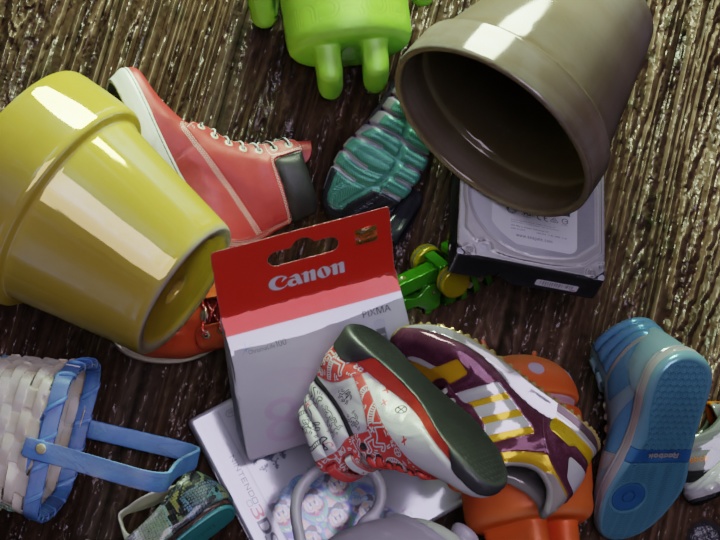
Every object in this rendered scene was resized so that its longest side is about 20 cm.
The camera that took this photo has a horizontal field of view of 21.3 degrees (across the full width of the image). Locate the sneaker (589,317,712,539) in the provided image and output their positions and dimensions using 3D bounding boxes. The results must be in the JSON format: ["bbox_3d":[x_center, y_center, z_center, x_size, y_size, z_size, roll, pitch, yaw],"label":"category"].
[{"bbox_3d":[0.245,0.135,1.746,0.079,0.131,0.200,9,114,-25],"label":"sneaker"}]

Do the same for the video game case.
[{"bbox_3d":[-0.024,0.169,1.712,0.200,0.024,0.182,-27,85,-14],"label":"video game case"}]

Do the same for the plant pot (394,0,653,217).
[{"bbox_3d":[0.158,-0.174,1.650,0.200,0.200,0.174,40,66,-1],"label":"plant pot"}]

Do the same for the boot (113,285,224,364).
[{"bbox_3d":[-0.120,0.034,1.679,0.200,0.107,0.075,-9,83,-10],"label":"boot"}]

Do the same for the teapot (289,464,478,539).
[{"bbox_3d":[0.045,0.272,1.624,0.197,0.200,0.146,22,67,40],"label":"teapot"}]

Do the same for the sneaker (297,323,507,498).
[{"bbox_3d":[0.029,0.145,1.570,0.201,0.067,0.108,45,114,31],"label":"sneaker"}]

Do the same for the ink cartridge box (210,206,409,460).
[{"bbox_3d":[-0.036,0.057,1.631,0.162,0.200,0.057,-15,44,-12],"label":"ink cartridge box"}]

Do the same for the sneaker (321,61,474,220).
[{"bbox_3d":[0.037,-0.129,1.765,0.074,0.088,0.200,36,99,-9],"label":"sneaker"}]

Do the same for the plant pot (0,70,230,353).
[{"bbox_3d":[-0.221,-0.034,1.606,0.189,0.201,0.201,35,75,12],"label":"plant pot"}]

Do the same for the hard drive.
[{"bbox_3d":[0.153,-0.076,1.746,0.140,0.038,0.200,11,54,-8],"label":"hard drive"}]

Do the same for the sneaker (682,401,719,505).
[{"bbox_3d":[0.370,0.137,1.766,0.200,0.074,0.079,-28,80,-14],"label":"sneaker"}]

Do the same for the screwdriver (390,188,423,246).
[{"bbox_3d":[0.000,0.000,1.725,0.029,0.028,0.200,25,60,21],"label":"screwdriver"}]

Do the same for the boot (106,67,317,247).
[{"bbox_3d":[-0.128,-0.116,1.726,0.144,0.072,0.200,-32,94,-15],"label":"boot"}]

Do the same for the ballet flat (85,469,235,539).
[{"bbox_3d":[-0.200,0.245,1.652,0.200,0.074,0.074,-37,88,-16],"label":"ballet flat"}]

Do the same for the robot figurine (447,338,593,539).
[{"bbox_3d":[0.141,0.161,1.690,0.144,0.117,0.200,-4,72,-5],"label":"robot figurine"}]

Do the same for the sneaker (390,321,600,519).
[{"bbox_3d":[0.099,0.123,1.599,0.200,0.075,0.090,32,66,6],"label":"sneaker"}]

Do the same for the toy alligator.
[{"bbox_3d":[0.069,0.013,1.746,0.200,0.059,0.054,-31,126,-14],"label":"toy alligator"}]

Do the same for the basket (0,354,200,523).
[{"bbox_3d":[-0.242,0.142,1.607,0.200,0.176,0.139,10,91,6],"label":"basket"}]

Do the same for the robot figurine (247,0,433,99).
[{"bbox_3d":[-0.018,-0.261,1.747,0.175,0.116,0.200,-8,80,0],"label":"robot figurine"}]
